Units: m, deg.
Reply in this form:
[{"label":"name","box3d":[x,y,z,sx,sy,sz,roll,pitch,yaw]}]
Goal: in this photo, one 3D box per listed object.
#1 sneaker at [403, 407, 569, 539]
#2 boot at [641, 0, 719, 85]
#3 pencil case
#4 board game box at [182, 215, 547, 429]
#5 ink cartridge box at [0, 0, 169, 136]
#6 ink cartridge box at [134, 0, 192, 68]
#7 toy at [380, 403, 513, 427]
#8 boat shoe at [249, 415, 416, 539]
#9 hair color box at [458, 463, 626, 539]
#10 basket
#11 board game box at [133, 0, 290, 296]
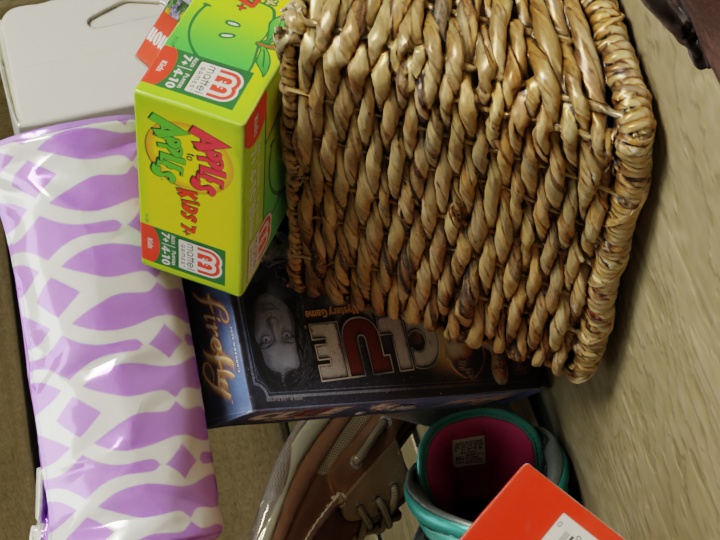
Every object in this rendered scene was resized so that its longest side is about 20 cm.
[{"label":"sneaker","box3d":[0.060,0.126,0.968,0.200,0.083,0.122,-148,42,-71]},{"label":"boot","box3d":[0.101,-0.094,0.431,0.201,0.072,0.167,-111,0,-52]},{"label":"pencil case","box3d":[-0.114,0.033,0.814,0.084,0.085,0.202,127,134,-79]},{"label":"board game box","box3d":[0.000,0.000,0.897,0.034,0.199,0.137,-22,75,43]},{"label":"ink cartridge box","box3d":[-0.117,-0.060,1.070,0.201,0.146,0.083,87,167,-53]},{"label":"ink cartridge box","box3d":[-0.047,-0.104,0.942,0.109,0.201,0.050,30,-174,-36]},{"label":"toy","box3d":[0.008,0.034,0.988,0.200,0.047,0.116,24,-132,-56]},{"label":"boat shoe","box3d":[-0.007,0.111,1.032,0.076,0.071,0.201,107,-172,-60]},{"label":"hair color box","box3d":[0.080,0.166,0.779,0.101,0.061,0.200,37,158,18]},{"label":"basket","box3d":[0.057,-0.071,0.779,0.200,0.148,0.143,89,-159,-58]},{"label":"board game box","box3d":[-0.033,-0.099,0.802,0.102,0.047,0.201,94,-163,-50]}]
